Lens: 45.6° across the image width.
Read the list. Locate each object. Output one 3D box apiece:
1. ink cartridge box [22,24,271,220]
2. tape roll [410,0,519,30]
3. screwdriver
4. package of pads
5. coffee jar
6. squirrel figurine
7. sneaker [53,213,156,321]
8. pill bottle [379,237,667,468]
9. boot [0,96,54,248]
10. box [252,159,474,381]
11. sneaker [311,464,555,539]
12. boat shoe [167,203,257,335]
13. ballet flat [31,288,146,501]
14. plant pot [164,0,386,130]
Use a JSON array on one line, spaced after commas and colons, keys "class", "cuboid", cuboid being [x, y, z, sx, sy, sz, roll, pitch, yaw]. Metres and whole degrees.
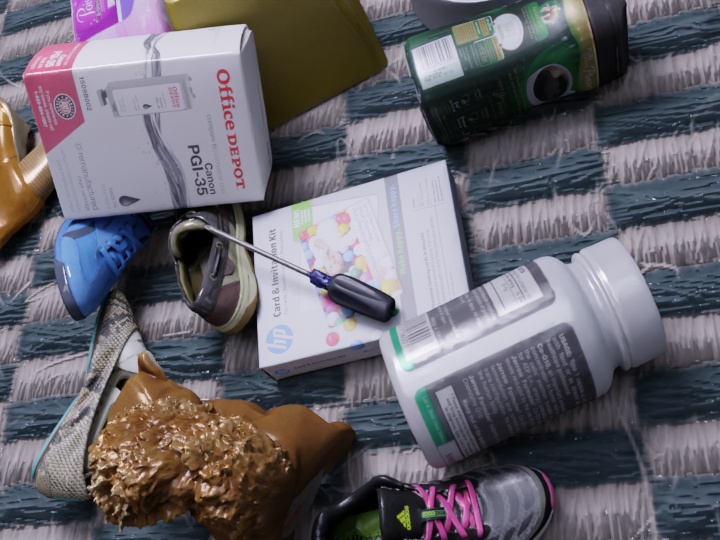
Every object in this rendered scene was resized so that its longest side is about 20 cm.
[{"class": "ink cartridge box", "cuboid": [-0.190, -0.139, 0.802, 0.195, 0.149, 0.083, -6, 30, 2]}, {"class": "tape roll", "cuboid": [0.134, -0.331, 0.869, 0.195, 0.066, 0.205, -8, 64, 17]}, {"class": "screwdriver", "cuboid": [-0.055, -0.004, 0.753, 0.197, 0.028, 0.029, 26, 32, 24]}, {"class": "package of pads", "cuboid": [-0.275, -0.291, 1.002, 0.118, 0.076, 0.204, -21, 60, 9]}, {"class": "coffee jar", "cuboid": [0.144, -0.194, 0.777, 0.196, 0.104, 0.087, -18, 63, 11]}, {"class": "squirrel figurine", "cuboid": [-0.127, 0.136, 0.667, 0.184, 0.200, 0.144, 28, 84, 17]}, {"class": "sneaker", "cuboid": [-0.246, -0.030, 0.840, 0.076, 0.067, 0.202, -10, 35, 2]}, {"class": "pill bottle", "cuboid": [0.122, 0.060, 0.656, 0.196, 0.113, 0.115, -25, 59, 5]}, {"class": "boot", "cuboid": [-0.435, -0.120, 0.984, 0.200, 0.071, 0.144, 39, 80, 26]}, {"class": "box", "cuboid": [0.000, 0.000, 0.778, 0.196, 0.041, 0.159, -15, 62, 15]}, {"class": "sneaker", "cuboid": [0.048, 0.189, 0.641, 0.196, 0.088, 0.075, -17, 60, 13]}, {"class": "boat shoe", "cuboid": [-0.149, -0.029, 0.817, 0.073, 0.064, 0.202, -44, 45, 15]}, {"class": "ballet flat", "cuboid": [-0.234, 0.117, 0.801, 0.073, 0.068, 0.204, 13, 64, 4]}, {"class": "plant pot", "cuboid": [-0.114, -0.287, 0.880, 0.197, 0.177, 0.203, -26, 59, 8]}]
